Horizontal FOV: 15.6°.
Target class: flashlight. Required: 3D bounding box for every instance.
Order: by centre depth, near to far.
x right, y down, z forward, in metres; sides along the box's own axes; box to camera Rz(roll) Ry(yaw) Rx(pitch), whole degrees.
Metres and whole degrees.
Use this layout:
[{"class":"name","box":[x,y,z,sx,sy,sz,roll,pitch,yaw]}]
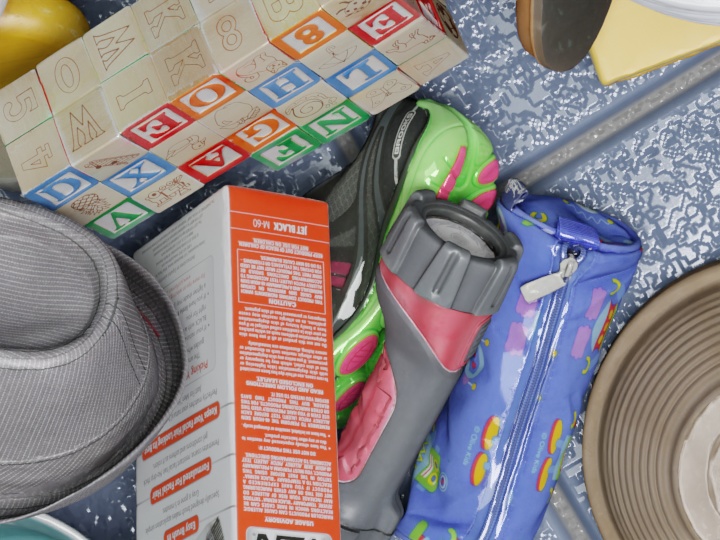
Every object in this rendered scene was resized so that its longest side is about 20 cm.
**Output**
[{"class":"flashlight","box":[0.009,0.059,1.290,0.068,0.068,0.201,13,119,-32]}]

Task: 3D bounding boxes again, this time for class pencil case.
[{"class":"pencil case","box":[0.078,0.058,1.319,0.078,0.087,0.201,18,99,0]}]

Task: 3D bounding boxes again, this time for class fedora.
[{"class":"fedora","box":[-0.183,0.027,1.235,0.199,0.091,0.177,14,54,15]}]

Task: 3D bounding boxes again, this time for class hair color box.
[{"class":"hair color box","box":[-0.062,0.073,1.291,0.064,0.111,0.201,10,68,-28]}]

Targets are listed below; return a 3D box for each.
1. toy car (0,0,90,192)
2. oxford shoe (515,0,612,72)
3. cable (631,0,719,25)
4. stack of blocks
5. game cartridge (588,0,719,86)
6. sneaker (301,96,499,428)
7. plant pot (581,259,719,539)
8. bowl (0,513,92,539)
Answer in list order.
[{"class":"toy car","box":[-0.233,-0.119,1.332,0.199,0.175,0.151,-19,57,10]},{"class":"oxford shoe","box":[0.089,-0.198,1.285,0.071,0.071,0.201,5,95,38]},{"class":"cable","box":[0.161,-0.210,1.160,0.200,0.069,0.200,-42,86,10]},{"class":"stack of blocks","box":[-0.062,-0.093,1.259,0.199,0.115,0.059,-30,65,15]},{"class":"game cartridge","box":[0.168,-0.215,1.308,0.175,0.032,0.201,-20,90,11]},{"class":"sneaker","box":[0.000,0.000,1.343,0.084,0.077,0.201,44,111,39]},{"class":"plant pot","box":[0.205,0.093,1.298,0.199,0.093,0.202,1,94,10]},{"class":"bowl","box":[-0.183,0.210,1.366,0.199,0.105,0.202,1,95,9]}]
